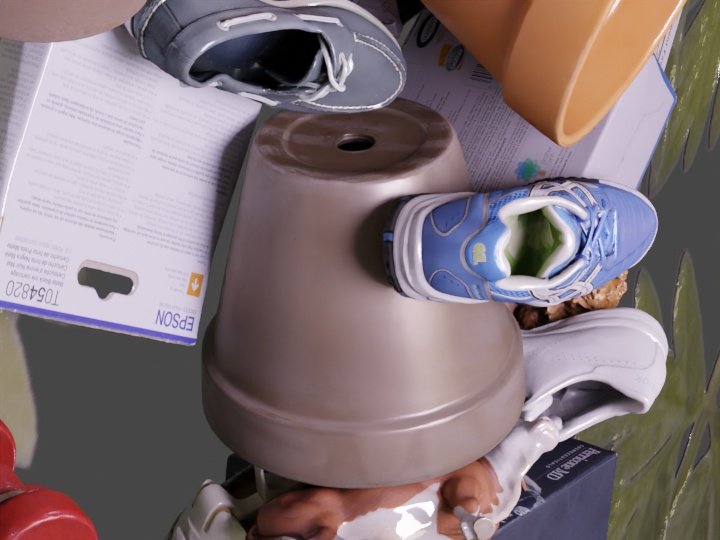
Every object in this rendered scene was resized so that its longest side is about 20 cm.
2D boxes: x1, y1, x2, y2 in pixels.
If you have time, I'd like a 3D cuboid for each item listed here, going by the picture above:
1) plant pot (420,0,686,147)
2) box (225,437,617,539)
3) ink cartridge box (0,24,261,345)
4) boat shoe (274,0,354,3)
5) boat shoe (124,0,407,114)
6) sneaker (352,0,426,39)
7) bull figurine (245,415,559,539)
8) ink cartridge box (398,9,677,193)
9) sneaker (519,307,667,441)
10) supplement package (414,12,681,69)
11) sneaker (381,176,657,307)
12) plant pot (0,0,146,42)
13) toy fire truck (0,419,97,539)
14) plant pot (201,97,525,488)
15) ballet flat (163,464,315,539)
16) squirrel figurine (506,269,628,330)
[{"bbox_3d":[0.108,-0.190,0.988,0.201,0.139,0.200,-53,166,-19],"label":"plant pot"},{"bbox_3d":[0.040,0.178,1.202,0.199,0.195,0.125,-22,123,-53],"label":"box"},{"bbox_3d":[-0.130,-0.070,0.960,0.199,0.040,0.202,18,88,-61],"label":"ink cartridge box"},{"bbox_3d":[-0.036,-0.176,0.997,0.200,0.062,0.075,52,29,-39],"label":"boat shoe"},{"bbox_3d":[-0.039,-0.109,0.949,0.199,0.062,0.073,12,123,-49],"label":"boat shoe"},{"bbox_3d":[0.042,-0.205,1.132,0.201,0.081,0.075,-54,144,-29],"label":"sneaker"},{"bbox_3d":[0.034,0.144,1.028,0.198,0.121,0.066,-17,109,-9],"label":"bull figurine"},{"bbox_3d":[0.082,-0.091,1.137,0.137,0.198,0.076,-63,147,-17],"label":"ink cartridge box"},{"bbox_3d":[0.096,0.081,1.128,0.076,0.198,0.089,62,24,-27],"label":"sneaker"},{"bbox_3d":[0.141,-0.192,1.266,0.200,0.113,0.111,22,84,-59],"label":"supplement package"},{"bbox_3d":[0.105,-0.012,0.977,0.199,0.077,0.077,-11,100,-43],"label":"sneaker"},{"bbox_3d":[-0.136,-0.201,0.772,0.200,0.199,0.176,-42,155,-40],"label":"plant pot"},{"bbox_3d":[-0.212,0.175,0.901,0.168,0.112,0.201,-40,139,-14],"label":"toy fire truck"},{"bbox_3d":[0.000,0.000,1.040,0.200,0.199,0.175,-37,136,-44],"label":"plant pot"},{"bbox_3d":[-0.063,0.140,1.091,0.199,0.072,0.072,-35,143,0],"label":"ballet flat"},{"bbox_3d":[0.116,-0.023,1.222,0.141,0.199,0.188,23,98,-52],"label":"squirrel figurine"}]
